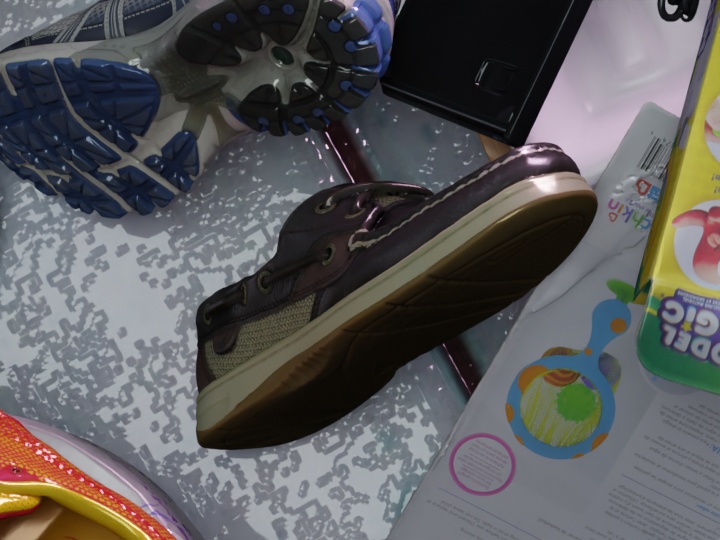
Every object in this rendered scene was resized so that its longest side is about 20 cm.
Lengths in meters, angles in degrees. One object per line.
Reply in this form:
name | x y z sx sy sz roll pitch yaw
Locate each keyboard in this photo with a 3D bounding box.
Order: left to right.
keyboard | 0.087 -0.134 0.999 0.127 0.021 0.201 25 90 45

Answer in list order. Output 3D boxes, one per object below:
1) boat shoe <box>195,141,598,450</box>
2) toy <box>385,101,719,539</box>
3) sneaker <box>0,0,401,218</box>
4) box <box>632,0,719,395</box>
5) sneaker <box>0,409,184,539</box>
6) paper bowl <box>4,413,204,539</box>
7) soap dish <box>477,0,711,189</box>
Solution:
boat shoe | 0.000 0.000 1.036 0.200 0.073 0.065 -35 68 41
toy | 0.099 0.046 1.056 0.115 0.047 0.200 28 110 -7
sneaker | -0.059 -0.080 1.081 0.199 0.077 0.085 -13 35 37
box | 0.164 -0.046 0.982 0.117 0.048 0.201 16 78 1
sneaker | -0.137 0.068 0.980 0.199 0.077 0.073 25 87 11
paper bowl | -0.137 0.152 1.058 0.200 0.104 0.202 -1 82 8
soap dish | 0.121 -0.117 1.070 0.199 0.081 0.158 -25 80 4
